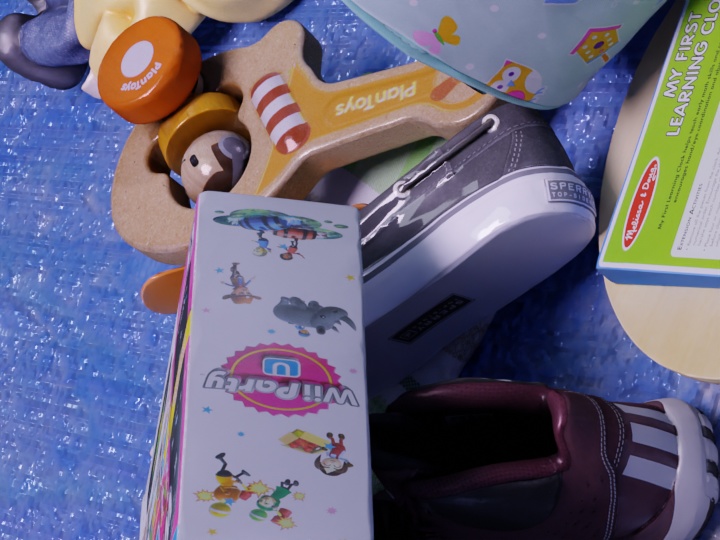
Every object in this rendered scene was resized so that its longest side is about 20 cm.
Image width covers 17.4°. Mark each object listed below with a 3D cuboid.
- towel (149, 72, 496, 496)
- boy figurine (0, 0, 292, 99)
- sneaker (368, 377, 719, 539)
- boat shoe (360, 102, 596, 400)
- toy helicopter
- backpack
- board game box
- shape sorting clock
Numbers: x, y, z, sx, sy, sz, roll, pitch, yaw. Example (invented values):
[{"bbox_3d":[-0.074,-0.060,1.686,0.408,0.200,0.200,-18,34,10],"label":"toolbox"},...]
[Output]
[{"bbox_3d":[-0.003,0.030,0.991,0.200,0.031,0.149,-60,40,8],"label":"towel"},{"bbox_3d":[-0.102,-0.148,1.165,0.200,0.064,0.125,-11,60,47],"label":"boy figurine"},{"bbox_3d":[0.020,0.082,0.847,0.200,0.115,0.076,-31,53,34],"label":"sneaker"},{"bbox_3d":[0.000,0.000,0.917,0.200,0.070,0.066,-35,58,30],"label":"boat shoe"},{"bbox_3d":[-0.022,-0.049,0.974,0.200,0.079,0.133,-15,54,30],"label":"toy helicopter"},{"bbox_3d":[0.051,-0.168,0.876,0.153,0.176,0.200,-37,34,37],"label":"backpack"},{"bbox_3d":[-0.040,0.088,0.805,0.200,0.064,0.148,-95,14,-57],"label":"board game box"},{"bbox_3d":[0.154,-0.054,0.817,0.200,0.039,0.200,-32,45,38],"label":"shape sorting clock"}]
